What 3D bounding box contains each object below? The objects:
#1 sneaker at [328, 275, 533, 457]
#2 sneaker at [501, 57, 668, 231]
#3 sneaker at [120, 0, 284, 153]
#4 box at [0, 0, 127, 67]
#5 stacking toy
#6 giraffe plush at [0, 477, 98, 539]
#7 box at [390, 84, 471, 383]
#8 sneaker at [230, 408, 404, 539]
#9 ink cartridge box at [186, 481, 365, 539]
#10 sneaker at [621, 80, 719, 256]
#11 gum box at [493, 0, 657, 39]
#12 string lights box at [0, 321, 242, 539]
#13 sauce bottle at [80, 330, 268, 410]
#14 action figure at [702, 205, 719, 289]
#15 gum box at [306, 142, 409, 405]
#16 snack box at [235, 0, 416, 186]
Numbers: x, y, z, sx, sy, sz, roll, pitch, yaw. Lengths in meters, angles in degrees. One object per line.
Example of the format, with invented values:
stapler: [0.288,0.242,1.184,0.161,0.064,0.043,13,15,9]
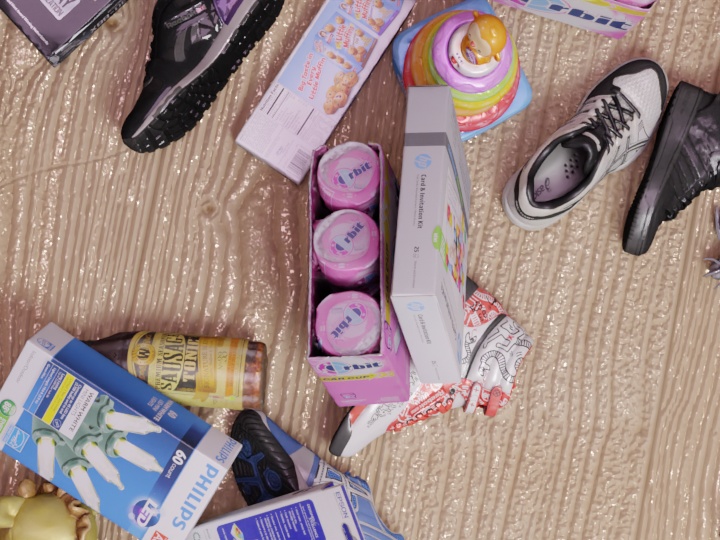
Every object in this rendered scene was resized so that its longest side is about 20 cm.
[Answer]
sneaker: [0.068,0.111,1.339,0.108,0.067,0.202,39,83,1]
sneaker: [0.213,-0.114,1.348,0.076,0.088,0.200,42,84,1]
sneaker: [-0.160,-0.199,1.346,0.087,0.076,0.201,37,82,13]
box: [-0.286,-0.309,1.343,0.158,0.050,0.200,-42,90,-5]
stacking toy: [0.096,-0.183,1.287,0.109,0.200,0.117,-27,90,-5]
giraffe plush: [-0.265,0.265,1.280,0.199,0.173,0.163,-33,68,6]
box: [0.062,-0.030,1.264,0.041,0.156,0.202,0,60,12]
sneaker: [-0.041,0.203,1.335,0.201,0.076,0.077,51,45,9]
ink cartridge box: [-0.060,0.244,1.282,0.199,0.039,0.101,-21,88,37]
sneaker: [0.317,-0.096,1.367,0.103,0.060,0.202,20,83,2]
gum box: [0.171,-0.273,1.339,0.198,0.113,0.067,16,86,-3]
string lights box: [-0.213,0.145,1.280,0.199,0.059,0.103,32,107,0]
sauce bottle: [-0.182,0.087,1.324,0.197,0.066,0.067,2,87,-1]
action figure: [0.406,-0.023,1.367,0.198,0.069,0.132,-15,93,-1]
gum box: [0.000,0.000,1.277,0.065,0.114,0.202,-5,65,11]
snack box: [-0.032,-0.181,1.366,0.071,0.024,0.201,33,86,-1]
